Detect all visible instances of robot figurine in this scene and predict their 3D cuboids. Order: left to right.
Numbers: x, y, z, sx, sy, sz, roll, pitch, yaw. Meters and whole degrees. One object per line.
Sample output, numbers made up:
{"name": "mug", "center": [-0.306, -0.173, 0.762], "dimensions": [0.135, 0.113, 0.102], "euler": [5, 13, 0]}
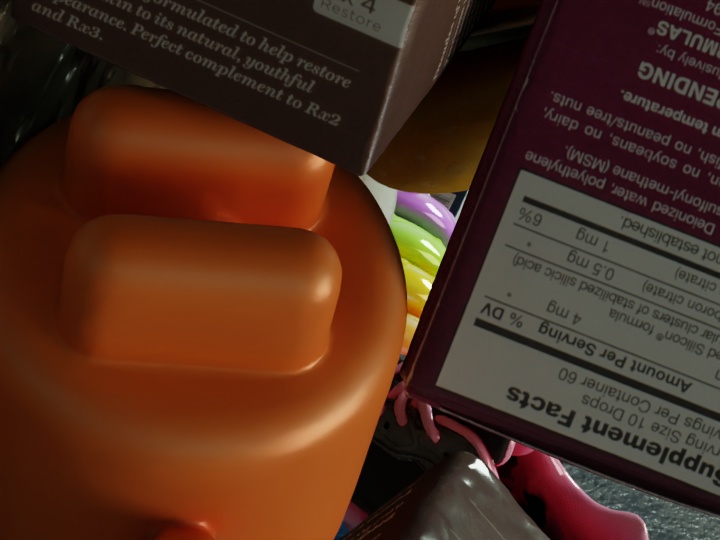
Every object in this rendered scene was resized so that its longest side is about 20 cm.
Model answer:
{"name": "robot figurine", "center": [-0.052, 0.031, 0.717], "dimensions": [0.116, 0.144, 0.200], "euler": [-32, 157, -29]}

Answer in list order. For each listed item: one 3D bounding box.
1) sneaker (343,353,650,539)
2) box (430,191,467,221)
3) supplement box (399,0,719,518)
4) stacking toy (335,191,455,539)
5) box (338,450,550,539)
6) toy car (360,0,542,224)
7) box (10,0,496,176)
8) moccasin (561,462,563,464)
{"name": "sneaker", "center": [0.019, 0.056, 0.914], "dimensions": [0.079, 0.200, 0.095], "euler": [-48, 180, -41]}
{"name": "box", "center": [-0.011, 0.066, 1.154], "dimensions": [0.137, 0.038, 0.200], "euler": [86, 29, -72]}
{"name": "supplement box", "center": [0.095, -0.052, 0.720], "dimensions": [0.131, 0.103, 0.201], "euler": [-61, 172, -78]}
{"name": "stacking toy", "center": [0.000, 0.000, 1.054], "dimensions": [0.110, 0.116, 0.201], "euler": [138, -33, -59]}
{"name": "box", "center": [-0.001, 0.187, 0.764], "dimensions": [0.164, 0.166, 0.200], "euler": [-38, -177, 23]}
{"name": "toy car", "center": [0.047, -0.101, 0.913], "dimensions": [0.200, 0.174, 0.151], "euler": [-43, 120, -66]}
{"name": "box", "center": [0.002, -0.115, 0.695], "dimensions": [0.200, 0.100, 0.075], "euler": [-52, 164, -53]}
{"name": "moccasin", "center": [0.040, 0.081, 1.120], "dimensions": [0.074, 0.078, 0.201], "euler": [-63, 179, -27]}
